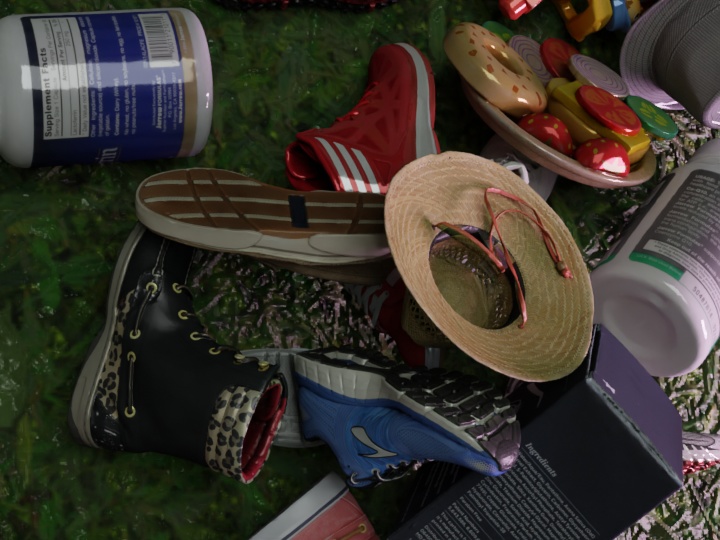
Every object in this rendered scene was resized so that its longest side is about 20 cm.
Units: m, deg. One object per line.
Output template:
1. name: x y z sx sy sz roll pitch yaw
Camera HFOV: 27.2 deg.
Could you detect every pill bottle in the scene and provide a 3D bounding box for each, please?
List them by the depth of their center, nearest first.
1. pill bottle: -0.220 -0.138 1.127 0.198 0.116 0.117 -5 78 -19
2. pill bottle: 0.277 -0.016 1.240 0.113 0.113 0.200 44 56 -3

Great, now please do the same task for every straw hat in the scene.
1. straw hat: 0.074 0.015 1.079 0.200 0.085 0.202 24 45 -26

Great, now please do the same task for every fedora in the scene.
1. fedora: 0.331 -0.182 1.272 0.199 0.177 0.091 -23 55 -6

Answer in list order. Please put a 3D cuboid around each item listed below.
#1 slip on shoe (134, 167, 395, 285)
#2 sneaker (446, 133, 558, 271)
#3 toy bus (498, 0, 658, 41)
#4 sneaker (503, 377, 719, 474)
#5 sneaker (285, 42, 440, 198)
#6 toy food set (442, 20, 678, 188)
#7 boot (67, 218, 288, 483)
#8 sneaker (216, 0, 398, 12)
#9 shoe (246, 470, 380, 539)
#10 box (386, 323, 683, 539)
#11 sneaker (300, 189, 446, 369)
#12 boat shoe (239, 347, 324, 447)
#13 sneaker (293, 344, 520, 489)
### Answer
1. slip on shoe: -0.067 -0.028 1.096 0.198 0.061 0.076 3 42 -9
2. sneaker: 0.126 -0.072 1.224 0.074 0.116 0.200 39 66 -3
3. toy bus: 0.203 -0.271 1.299 0.192 0.136 0.200 -43 95 -10
4. sneaker: 0.213 0.119 1.224 0.199 0.078 0.083 17 71 -14
5. sneaker: -0.003 -0.120 1.182 0.115 0.079 0.201 6 39 -15
6. toy food set: 0.166 -0.142 1.241 0.200 0.049 0.198 41 30 16
7. boot: -0.116 0.050 1.099 0.153 0.073 0.205 13 76 25
8. sneaker: -0.030 -0.275 1.243 0.198 0.079 0.096 -3 75 -19
9. shoe: -0.065 0.243 1.105 0.200 0.071 0.091 -37 86 -26
10. box: 0.133 0.153 1.105 0.200 0.148 0.104 -41 92 19
11. sneaker: 0.000 0.000 1.167 0.112 0.071 0.201 0 50 -17
12. boat shoe: -0.028 0.098 1.165 0.200 0.065 0.075 2 89 -12
13. sneaker: 0.032 0.115 1.066 0.078 0.199 0.090 -9 107 -44
